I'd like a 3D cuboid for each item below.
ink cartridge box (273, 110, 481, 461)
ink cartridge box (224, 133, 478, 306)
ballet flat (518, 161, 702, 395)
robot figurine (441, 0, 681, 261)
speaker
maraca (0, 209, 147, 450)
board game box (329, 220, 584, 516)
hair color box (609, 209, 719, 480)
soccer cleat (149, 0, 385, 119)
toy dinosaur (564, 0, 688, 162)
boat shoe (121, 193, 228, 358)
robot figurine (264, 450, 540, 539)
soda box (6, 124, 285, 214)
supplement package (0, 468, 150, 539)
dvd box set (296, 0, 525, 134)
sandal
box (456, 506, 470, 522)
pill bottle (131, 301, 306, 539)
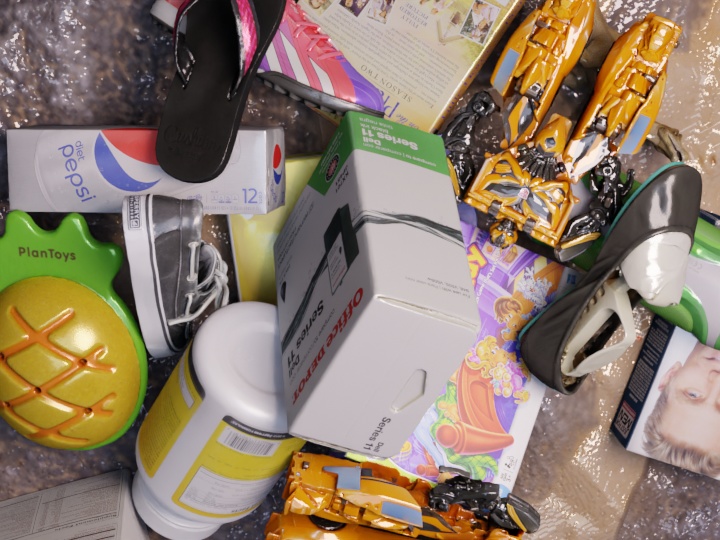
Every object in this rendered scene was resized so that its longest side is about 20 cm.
[{"bbox_3d":[0.006,0.010,1.169,0.083,0.200,0.147,16,128,-21],"label":"ink cartridge box"},{"bbox_3d":[0.000,0.000,1.315,0.200,0.047,0.198,-8,101,-2],"label":"ink cartridge box"},{"bbox_3d":[0.193,0.015,1.203,0.068,0.068,0.200,8,129,-39],"label":"ballet flat"},{"bbox_3d":[0.144,-0.108,1.214,0.145,0.058,0.200,26,93,4],"label":"robot figurine"},{"bbox_3d":[0.220,-0.018,1.275,0.200,0.088,0.089,32,98,17],"label":"speaker"},{"bbox_3d":[-0.229,0.048,1.261,0.137,0.107,0.200,2,115,8],"label":"maraca"},{"bbox_3d":[0.075,0.072,1.272,0.134,0.045,0.200,22,79,-14],"label":"board game box"},{"bbox_3d":[0.288,0.062,1.349,0.100,0.061,0.200,18,100,-9],"label":"hair color box"},{"bbox_3d":[-0.061,-0.174,1.232,0.200,0.068,0.073,29,96,17],"label":"soccer cleat"},{"bbox_3d":[0.183,-0.163,1.300,0.101,0.058,0.200,-23,89,-23],"label":"toy dinosaur"},{"bbox_3d":[-0.132,0.004,1.238,0.068,0.074,0.199,-4,146,-2],"label":"boat shoe"},{"bbox_3d":[0.033,0.201,1.232,0.200,0.058,0.145,15,134,-5],"label":"robot figurine"},{"bbox_3d":[-0.159,-0.077,1.244,0.200,0.068,0.064,1,98,9],"label":"soda box"},{"bbox_3d":[-0.223,0.286,1.272,0.147,0.200,0.192,-16,103,-3],"label":"supplement package"},{"bbox_3d":[0.033,-0.194,1.258,0.146,0.029,0.200,35,97,12],"label":"dvd box set"},{"bbox_3d":[-0.103,-0.162,1.185,0.075,0.045,0.200,10,80,18],"label":"sandal"},{"bbox_3d":[-0.005,0.231,1.336,0.100,0.095,0.200,31,97,-12],"label":"box"},{"bbox_3d":[-0.104,0.122,1.259,0.112,0.112,0.200,25,135,-10],"label":"pill bottle"}]
